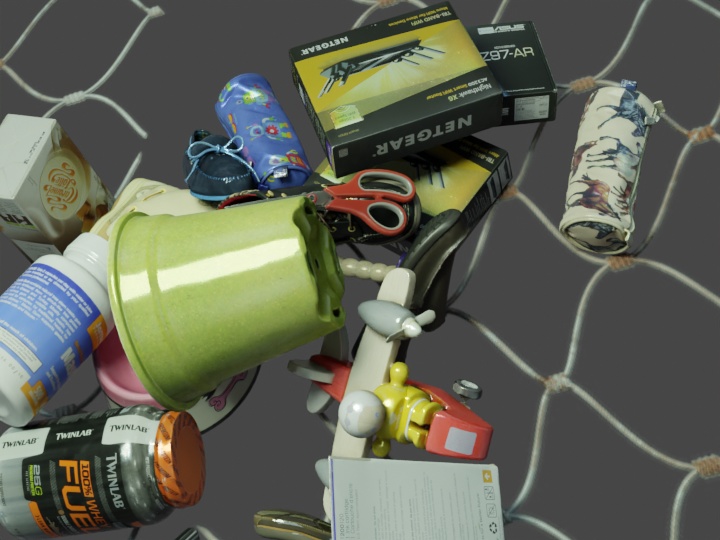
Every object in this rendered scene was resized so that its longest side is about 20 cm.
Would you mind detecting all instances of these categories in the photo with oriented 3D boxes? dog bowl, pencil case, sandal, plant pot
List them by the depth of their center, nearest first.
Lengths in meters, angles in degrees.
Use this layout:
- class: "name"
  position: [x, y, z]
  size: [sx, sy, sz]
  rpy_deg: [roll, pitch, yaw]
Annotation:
- class: "sandal"
  position: [-0.011, 0.273, 0.976]
  size: [0.196, 0.082, 0.056]
  rpy_deg: [13, 84, 6]
- class: "plant pot"
  position: [-0.117, 0.016, 1.008]
  size: [0.181, 0.201, 0.203]
  rpy_deg: [-16, 54, 13]
- class: "pencil case"
  position: [0.276, -0.111, 1.143]
  size: [0.088, 0.078, 0.203]
  rpy_deg: [-6, 53, 37]
- class: "dog bowl"
  position: [-0.214, 0.086, 1.171]
  size: [0.196, 0.074, 0.203]
  rpy_deg: [-8, 55, 12]
- class: "pencil case"
  position: [-0.123, -0.159, 1.297]
  size: [0.085, 0.079, 0.202]
  rpy_deg: [-4, 48, -27]

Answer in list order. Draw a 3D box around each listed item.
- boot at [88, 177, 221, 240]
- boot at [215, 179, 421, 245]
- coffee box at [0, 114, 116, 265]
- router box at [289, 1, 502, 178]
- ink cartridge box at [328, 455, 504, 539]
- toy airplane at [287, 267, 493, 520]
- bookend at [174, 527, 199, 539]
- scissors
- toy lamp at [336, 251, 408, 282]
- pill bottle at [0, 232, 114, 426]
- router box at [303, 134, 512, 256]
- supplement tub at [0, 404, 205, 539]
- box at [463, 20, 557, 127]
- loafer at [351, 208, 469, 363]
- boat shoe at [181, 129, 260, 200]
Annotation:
- class: "boot"
  position: [-0.237, -0.033, 1.248]
  size: [0.153, 0.074, 0.201]
  rpy_deg: [5, 43, 18]
- class: "boot"
  position: [-0.048, -0.059, 1.124]
  size: [0.198, 0.149, 0.075]
  rpy_deg: [8, 103, 39]
- class: "coffee box"
  position: [-0.369, -0.076, 1.245]
  size: [0.078, 0.201, 0.116]
  rpy_deg: [8, 60, 23]
- class: "router box"
  position: [0.037, -0.203, 1.148]
  size: [0.197, 0.053, 0.159]
  rpy_deg: [-19, 56, -8]
- class: "ink cartridge box"
  position: [0.046, 0.263, 0.886]
  size: [0.043, 0.198, 0.202]
  rpy_deg: [-24, 63, 47]
- class: "toy airplane"
  position: [0.010, 0.125, 1.018]
  size: [0.197, 0.141, 0.203]
  rpy_deg: [-29, 81, 22]
- class: "bookend"
  position: [-0.094, 0.301, 0.911]
  size: [0.196, 0.199, 0.094]
  rpy_deg: [-4, 94, 13]
- class: "scissors"
  position: [-0.039, -0.079, 1.073]
  size: [0.196, 0.014, 0.074]
  rpy_deg: [7, 68, -7]
- class: "toy lamp"
  position: [0.000, 0.000, 1.172]
  size: [0.197, 0.058, 0.059]
  rpy_deg: [7, 60, 23]
- class: "pill bottle"
  position: [-0.332, 0.056, 1.105]
  size: [0.111, 0.113, 0.201]
  rpy_deg: [19, 53, 27]
- class: "router box"
  position: [0.055, -0.105, 1.225]
  size: [0.198, 0.052, 0.158]
  rpy_deg: [28, 70, 30]
- class: "supplement tub"
  position: [-0.269, 0.208, 1.078]
  size: [0.196, 0.123, 0.124]
  rpy_deg: [-10, 55, 11]
- class: "box"
  position: [0.125, -0.233, 1.250]
  size: [0.196, 0.044, 0.162]
  rpy_deg: [-5, 43, 1]
- class: "loafer"
  position: [0.064, 0.025, 1.091]
  size: [0.071, 0.202, 0.073]
  rpy_deg: [31, 26, -1]
- class: "boat shoe"
  position: [-0.179, -0.128, 1.228]
  size: [0.083, 0.070, 0.199]
  rpy_deg: [-7, 17, -27]
